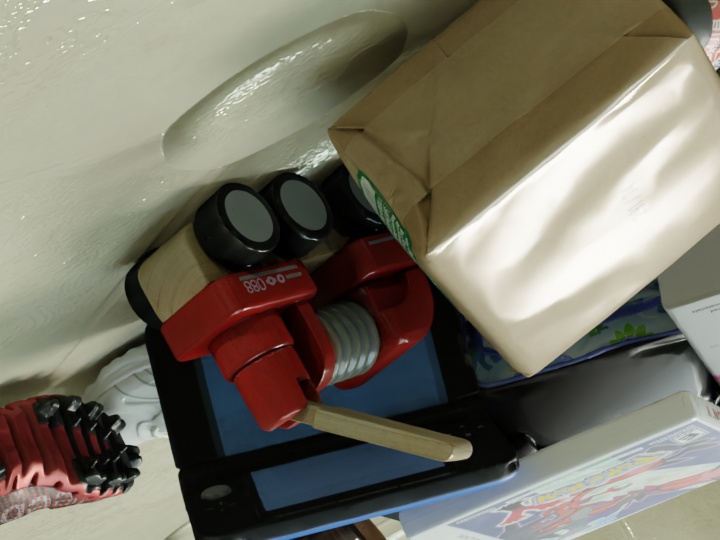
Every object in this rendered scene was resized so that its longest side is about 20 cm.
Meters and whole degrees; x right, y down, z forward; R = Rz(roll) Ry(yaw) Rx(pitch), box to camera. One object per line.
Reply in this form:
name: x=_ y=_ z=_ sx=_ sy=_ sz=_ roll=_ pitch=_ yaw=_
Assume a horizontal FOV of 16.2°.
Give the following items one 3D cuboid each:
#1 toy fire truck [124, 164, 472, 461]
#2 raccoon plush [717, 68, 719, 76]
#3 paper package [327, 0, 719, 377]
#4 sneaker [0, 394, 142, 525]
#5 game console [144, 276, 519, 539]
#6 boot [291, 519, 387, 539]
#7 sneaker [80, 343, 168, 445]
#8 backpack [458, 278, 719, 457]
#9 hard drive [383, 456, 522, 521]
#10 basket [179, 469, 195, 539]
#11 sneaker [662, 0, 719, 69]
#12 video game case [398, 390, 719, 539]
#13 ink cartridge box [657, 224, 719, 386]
toy fire truck: x=-0.010 y=0.042 z=1.469 sx=0.129 sy=0.201 sz=0.176 roll=-38 pitch=165 yaw=36
raccoon plush: x=0.256 y=-0.074 z=1.692 sx=0.134 sy=0.201 sz=0.097 roll=-30 pitch=-166 yaw=-2
paper package: x=0.108 y=-0.061 z=1.382 sx=0.190 sy=0.104 sz=0.200 roll=-40 pitch=150 yaw=2
sneaker: x=-0.226 y=0.125 z=1.587 sx=0.098 sy=0.071 sz=0.200 roll=-34 pitch=158 yaw=31
game console: x=-0.021 y=0.077 z=1.548 sx=0.199 sy=0.119 sz=0.171 roll=-14 pitch=-167 yaw=-6
boot: x=-0.050 y=0.234 z=1.808 sx=0.146 sy=0.070 sz=0.200 roll=-41 pitch=162 yaw=2
sneaker: x=-0.102 y=0.083 z=1.655 sx=0.200 sy=0.100 sz=0.078 roll=-34 pitch=167 yaw=19
backpack: x=0.144 y=0.014 z=1.748 sx=0.182 sy=0.200 sz=0.147 roll=-17 pitch=124 yaw=1
hard drive: x=0.055 y=0.150 z=1.739 sx=0.139 sy=0.033 sz=0.200 roll=14 pitch=165 yaw=13
basket: x=-0.035 y=0.126 z=1.801 sx=0.142 sy=0.150 sz=0.200 roll=-18 pitch=171 yaw=19
sneaker: x=0.194 y=-0.126 z=1.577 sx=0.108 sy=0.067 sz=0.201 roll=-19 pitch=161 yaw=-30
video game case: x=0.147 y=0.135 z=1.598 sx=0.199 sy=0.023 sz=0.182 roll=-25 pitch=160 yaw=18
ink cartridge box: x=0.258 y=0.005 z=1.636 sx=0.084 sy=0.145 sz=0.200 roll=-18 pitch=142 yaw=18
